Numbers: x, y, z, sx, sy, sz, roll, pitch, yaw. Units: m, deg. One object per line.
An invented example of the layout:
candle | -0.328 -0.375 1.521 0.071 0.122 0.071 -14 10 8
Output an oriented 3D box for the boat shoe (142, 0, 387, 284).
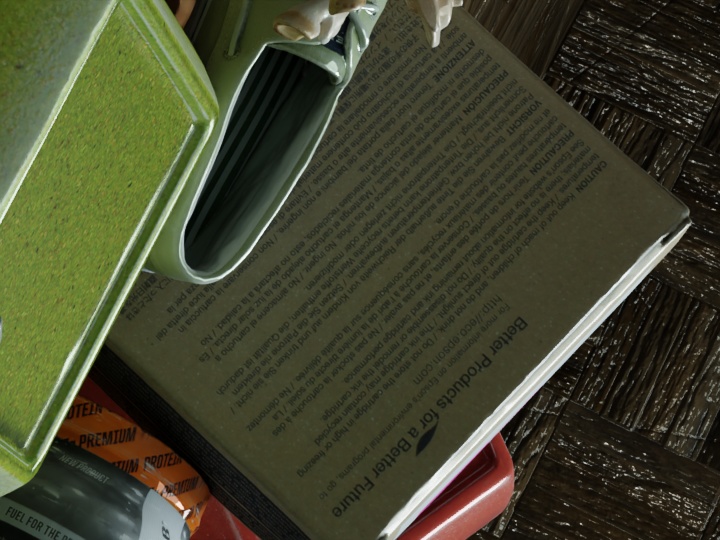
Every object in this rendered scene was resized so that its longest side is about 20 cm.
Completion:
boat shoe | -0.023 -0.083 1.044 0.072 0.062 0.200 26 92 -41

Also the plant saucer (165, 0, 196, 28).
plant saucer | -0.052 -0.151 1.082 0.201 0.032 0.200 -63 176 -9

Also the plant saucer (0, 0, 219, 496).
plant saucer | -0.107 -0.018 0.922 0.200 0.048 0.200 -63 166 -9

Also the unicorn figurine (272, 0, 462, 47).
unicorn figurine | -0.022 -0.161 0.961 0.200 0.074 0.138 42 64 -58

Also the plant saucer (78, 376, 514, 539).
plant saucer | -0.023 0.051 1.257 0.037 0.200 0.200 -15 -168 47

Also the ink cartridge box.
ink cartridge box | 0.000 0.000 1.161 0.200 0.165 0.075 -44 174 -19

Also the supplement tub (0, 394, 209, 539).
supplement tub | -0.143 0.149 1.122 0.200 0.122 0.123 -62 174 -18

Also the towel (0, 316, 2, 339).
towel | -0.180 0.101 0.808 0.192 0.035 0.200 -37 161 -32
